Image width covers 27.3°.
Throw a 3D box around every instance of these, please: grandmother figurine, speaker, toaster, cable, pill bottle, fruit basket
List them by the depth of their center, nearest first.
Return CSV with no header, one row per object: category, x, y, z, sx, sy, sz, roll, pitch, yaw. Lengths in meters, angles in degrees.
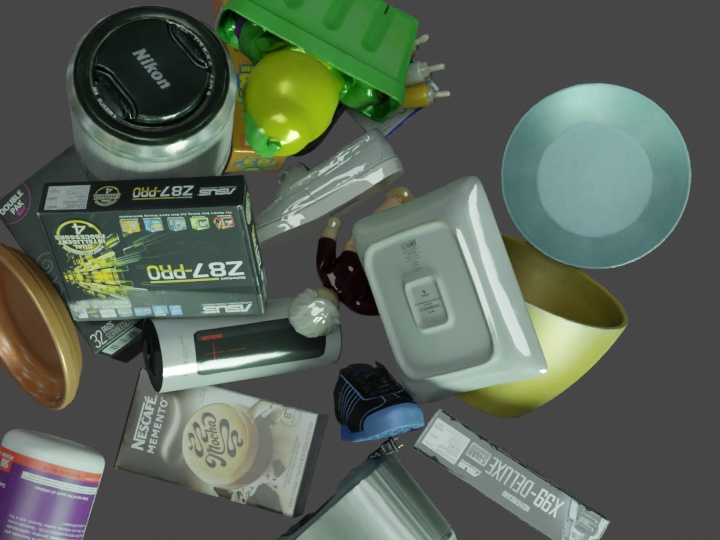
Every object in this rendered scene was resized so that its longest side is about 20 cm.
fruit basket,-0.058,-0.195,1.486,0.215,0.155,0.216,1,86,-10
toaster,0.008,0.276,1.523,0.200,0.114,0.129,-43,84,14
speaker,-0.126,0.075,1.551,0.199,0.081,0.081,-7,81,-22
grandmother figurine,0.000,0.000,1.556,0.121,0.061,0.200,42,60,9
pill bottle,-0.351,0.276,1.575,0.112,0.112,0.201,15,84,9
cable,-0.006,-0.196,1.593,0.199,0.050,0.097,-21,83,6

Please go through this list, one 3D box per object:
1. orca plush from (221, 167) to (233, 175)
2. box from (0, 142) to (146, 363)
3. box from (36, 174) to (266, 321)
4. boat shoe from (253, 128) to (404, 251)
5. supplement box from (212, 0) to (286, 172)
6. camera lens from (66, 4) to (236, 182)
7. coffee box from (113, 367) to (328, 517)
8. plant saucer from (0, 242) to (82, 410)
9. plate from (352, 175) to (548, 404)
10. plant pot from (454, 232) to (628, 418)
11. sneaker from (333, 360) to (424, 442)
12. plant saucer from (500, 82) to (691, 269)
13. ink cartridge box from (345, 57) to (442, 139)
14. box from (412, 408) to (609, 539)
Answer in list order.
orca plush,-0.162,-0.162,1.633,0.105,0.071,0.200,39,67,-5
box,-0.269,-0.025,1.599,0.148,0.124,0.200,-37,79,0
box,-0.200,-0.021,1.452,0.199,0.161,0.049,-2,50,4
boat shoe,-0.053,-0.086,1.600,0.200,0.072,0.069,-30,79,14
supplement box,-0.117,-0.209,1.586,0.066,0.069,0.201,-2,78,-15
camera lens,-0.205,-0.154,1.461,0.159,0.200,0.161,2,70,-7
coffee box,-0.147,0.183,1.579,0.199,0.080,0.113,13,85,8
plant saucer,-0.356,0.054,1.580,0.037,0.200,0.200,-31,78,-32
plate,0.074,0.027,1.440,0.032,0.199,0.201,-19,90,-39
plant pot,0.153,0.066,1.518,0.200,0.200,0.142,28,109,10
sneaker,0.011,0.131,1.509,0.070,0.200,0.078,-9,86,-17
plant saucer,0.251,-0.099,1.589,0.200,0.039,0.202,-1,82,8
ink cartridge box,-0.007,-0.238,1.640,0.095,0.037,0.200,-40,78,1
box,0.153,0.215,1.500,0.200,0.158,0.050,33,87,9
